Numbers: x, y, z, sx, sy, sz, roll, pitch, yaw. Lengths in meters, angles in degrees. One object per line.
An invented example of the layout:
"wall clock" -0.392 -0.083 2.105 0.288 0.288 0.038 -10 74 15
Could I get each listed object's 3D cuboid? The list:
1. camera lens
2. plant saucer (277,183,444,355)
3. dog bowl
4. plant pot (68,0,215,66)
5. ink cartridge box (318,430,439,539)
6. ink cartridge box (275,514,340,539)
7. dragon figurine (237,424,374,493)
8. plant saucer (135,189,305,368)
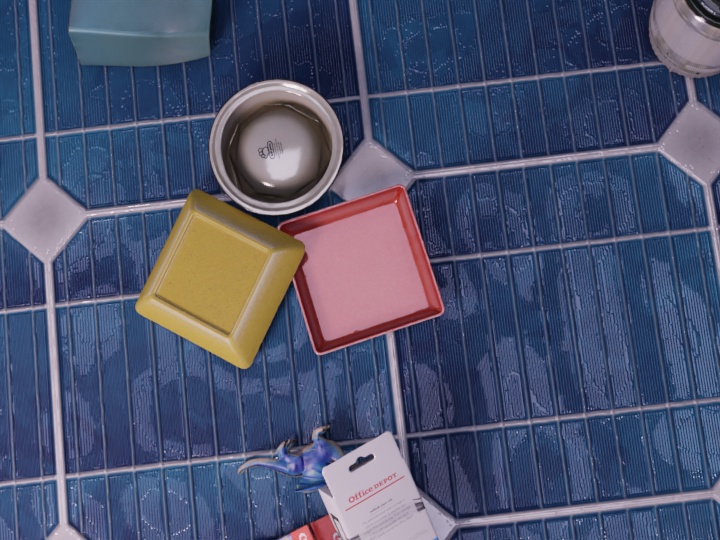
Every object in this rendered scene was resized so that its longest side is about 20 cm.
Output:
"camera lens" 0.505 -0.378 1.619 0.157 0.200 0.163 0 80 1
"plant saucer" 0.000 0.000 1.644 0.197 0.037 0.203 -18 80 -3
"dog bowl" -0.120 -0.172 1.658 0.196 0.074 0.204 0 81 1
"plant pot" -0.314 -0.384 1.670 0.196 0.141 0.144 4 80 -6
"ink cartridge box" 0.022 0.325 1.529 0.115 0.068 0.203 -26 100 -18
"ink cartridge box" -0.079 0.414 1.564 0.198 0.050 0.110 -27 81 -3
"dragon figurine" -0.071 0.280 1.583 0.197 0.059 0.101 -20 80 -4
"plant saucer" -0.207 0.008 1.620 0.198 0.048 0.202 26 88 12
